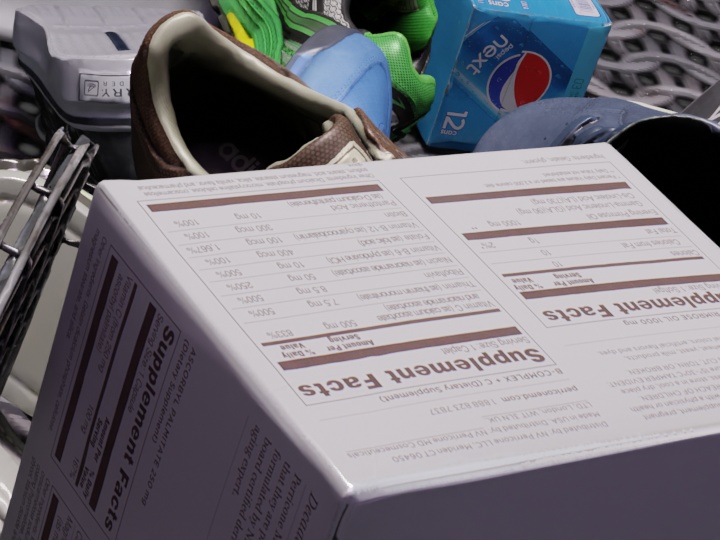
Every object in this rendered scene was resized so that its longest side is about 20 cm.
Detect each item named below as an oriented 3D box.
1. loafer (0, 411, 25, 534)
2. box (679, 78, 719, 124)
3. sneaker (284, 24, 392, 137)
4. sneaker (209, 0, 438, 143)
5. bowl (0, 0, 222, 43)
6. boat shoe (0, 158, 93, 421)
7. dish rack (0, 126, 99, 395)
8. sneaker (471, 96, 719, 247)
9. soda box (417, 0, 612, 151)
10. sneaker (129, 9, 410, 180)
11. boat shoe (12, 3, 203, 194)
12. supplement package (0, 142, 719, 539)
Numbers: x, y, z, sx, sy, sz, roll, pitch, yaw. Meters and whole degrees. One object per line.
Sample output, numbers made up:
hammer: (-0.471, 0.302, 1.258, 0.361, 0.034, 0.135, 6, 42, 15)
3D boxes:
loafer: (-0.127, 0.048, 0.754, 0.200, 0.070, 0.070, 40, 35, 26)
box: (0.098, 0.053, 0.776, 0.050, 0.158, 0.200, 40, 15, -36)
sneaker: (-0.006, 0.000, 0.858, 0.078, 0.066, 0.201, 7, 47, 12)
sneaker: (-0.007, -0.099, 1.021, 0.078, 0.085, 0.200, 49, 19, -34)
bowl: (-0.132, -0.178, 1.099, 0.200, 0.091, 0.201, 13, 31, -8)
boat shoe: (-0.048, 0.045, 0.749, 0.202, 0.072, 0.060, 46, 3, -16)
dish rack: (-0.120, 0.060, 0.615, 0.054, 0.201, 0.154, 23, 30, -6)
sneaker: (0.079, -0.019, 0.744, 0.084, 0.075, 0.200, 39, -4, -36)
soda box: (0.037, -0.130, 1.129, 0.064, 0.068, 0.200, 5, 33, -21)
sneaker: (0.000, 0.000, 0.758, 0.200, 0.076, 0.070, 38, 72, 26)
boat shoe: (-0.091, -0.056, 0.945, 0.072, 0.071, 0.200, 0, 12, -4)
supplement package: (0.004, 0.086, 0.630, 0.155, 0.201, 0.111, -6, 39, -36)
